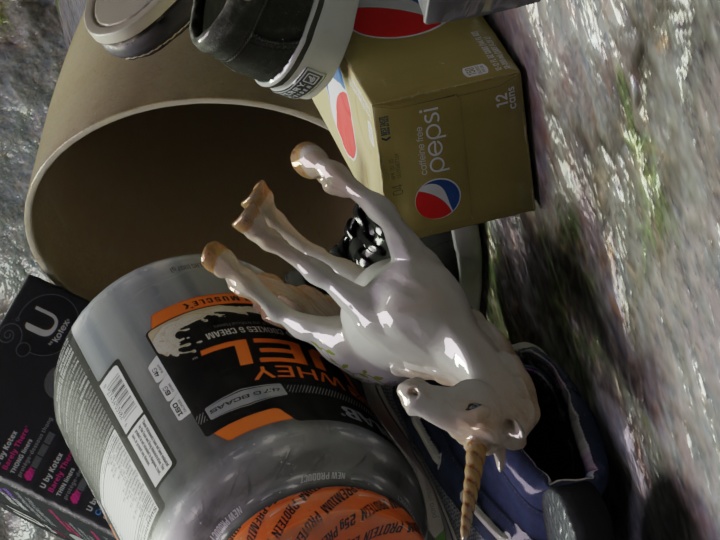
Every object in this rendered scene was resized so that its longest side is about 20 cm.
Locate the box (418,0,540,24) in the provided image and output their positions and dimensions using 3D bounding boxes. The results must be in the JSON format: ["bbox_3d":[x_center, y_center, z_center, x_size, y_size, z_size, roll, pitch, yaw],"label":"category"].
[{"bbox_3d":[0.023,-0.211,0.988,0.158,0.048,0.200,95,160,-66],"label":"box"}]

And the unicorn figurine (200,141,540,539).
[{"bbox_3d":[0.007,0.018,1.100,0.137,0.074,0.200,41,-178,-4],"label":"unicorn figurine"}]

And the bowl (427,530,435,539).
[{"bbox_3d":[-0.009,0.196,1.322,0.090,0.201,0.201,25,147,20],"label":"bowl"}]

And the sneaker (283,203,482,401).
[{"bbox_3d":[0.000,0.000,1.295,0.200,0.099,0.071,87,168,-45],"label":"sneaker"}]

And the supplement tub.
[{"bbox_3d":[-0.048,0.088,1.190,0.200,0.122,0.123,-127,24,-53],"label":"supplement tub"}]

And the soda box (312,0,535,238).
[{"bbox_3d":[0.012,-0.093,1.189,0.200,0.064,0.068,-118,17,-56],"label":"soda box"}]

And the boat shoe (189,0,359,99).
[{"bbox_3d":[-0.031,-0.168,1.155,0.071,0.064,0.200,-35,41,48],"label":"boat shoe"}]

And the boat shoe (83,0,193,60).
[{"bbox_3d":[-0.057,-0.148,1.295,0.063,0.073,0.200,62,-140,-27],"label":"boat shoe"}]

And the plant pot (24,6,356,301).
[{"bbox_3d":[-0.076,-0.101,1.449,0.187,0.187,0.200,88,180,-52],"label":"plant pot"}]

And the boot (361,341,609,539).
[{"bbox_3d":[0.056,0.052,1.173,0.200,0.073,0.090,-116,28,-43],"label":"boot"}]

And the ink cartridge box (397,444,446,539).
[{"bbox_3d":[-0.051,0.162,1.529,0.067,0.200,0.117,-157,53,-80],"label":"ink cartridge box"}]

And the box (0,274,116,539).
[{"bbox_3d":[-0.095,0.101,1.422,0.106,0.200,0.122,-61,-20,-13],"label":"box"}]

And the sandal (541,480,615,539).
[{"bbox_3d":[0.103,0.141,1.084,0.200,0.043,0.076,72,-174,-55],"label":"sandal"}]
